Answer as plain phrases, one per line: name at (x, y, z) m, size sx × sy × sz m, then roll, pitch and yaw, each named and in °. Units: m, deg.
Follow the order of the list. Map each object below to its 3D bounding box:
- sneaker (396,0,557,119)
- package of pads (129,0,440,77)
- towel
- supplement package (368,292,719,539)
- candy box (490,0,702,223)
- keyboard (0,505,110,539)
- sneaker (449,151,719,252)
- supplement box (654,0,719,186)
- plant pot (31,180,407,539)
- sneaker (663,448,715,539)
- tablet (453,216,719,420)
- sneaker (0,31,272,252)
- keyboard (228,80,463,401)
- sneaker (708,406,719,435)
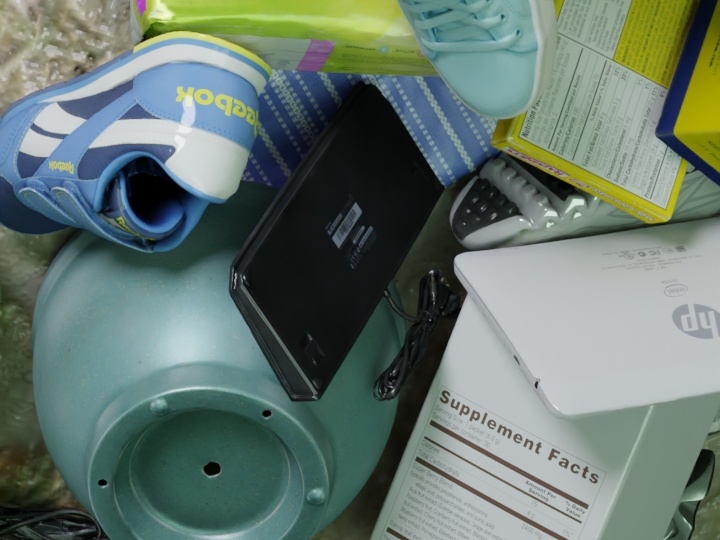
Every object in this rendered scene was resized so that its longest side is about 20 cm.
sneaker at (0.027, -0.140, 0.991) m, size 0.074 × 0.082 × 0.200 m, roll -3°, pitch 126°, yaw 33°
package of pads at (-0.012, -0.173, 1.093) m, size 0.199 × 0.068 × 0.155 m, roll 1°, pitch 81°, yaw -13°
towel at (-0.022, -0.077, 1.184) m, size 0.200 × 0.024 × 0.145 m, roll -32°, pitch 115°, yaw 0°
supplement package at (0.096, 0.114, 1.199) m, size 0.120 × 0.121 × 0.200 m, roll 27°, pitch 103°, yaw 24°
candy box at (0.142, -0.135, 1.152) m, size 0.102 × 0.026 × 0.200 m, roll 24°, pitch 76°, yaw -19°
keyboard at (-0.171, 0.163, 1.243) m, size 0.200 × 0.040 × 0.104 m, roll 10°, pitch 131°, yaw -18°
sneaker at (0.145, -0.043, 1.210) m, size 0.200 × 0.075 × 0.081 m, roll -21°, pitch 127°, yaw -10°
supplement box at (0.263, -0.091, 1.091) m, size 0.109 × 0.200 × 0.110 m, roll 33°, pitch 70°, yaw -36°
plant pot at (-0.074, 0.072, 1.142) m, size 0.200 × 0.134 × 0.201 m, roll 0°, pitch 120°, yaw 0°
sneaker at (0.130, 0.178, 1.301) m, size 0.088 × 0.074 × 0.200 m, roll 17°, pitch 109°, yaw 1°
tablet at (0.160, 0.018, 1.137) m, size 0.200 × 0.130 × 0.014 m, roll -9°, pitch 130°, yaw -21°
sneaker at (-0.123, -0.047, 1.091) m, size 0.074 × 0.200 × 0.082 m, roll 19°, pitch 62°, yaw -35°
keyboard at (0.000, 0.000, 1.117) m, size 0.021 × 0.200 × 0.127 m, roll -21°, pitch 112°, yaw 33°
sneaker at (0.232, 0.028, 1.218) m, size 0.200 × 0.075 × 0.116 m, roll -6°, pitch 111°, yaw 27°
